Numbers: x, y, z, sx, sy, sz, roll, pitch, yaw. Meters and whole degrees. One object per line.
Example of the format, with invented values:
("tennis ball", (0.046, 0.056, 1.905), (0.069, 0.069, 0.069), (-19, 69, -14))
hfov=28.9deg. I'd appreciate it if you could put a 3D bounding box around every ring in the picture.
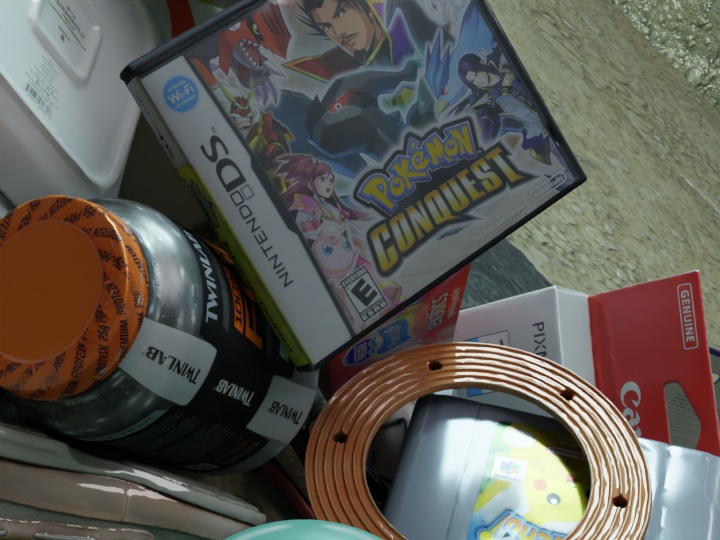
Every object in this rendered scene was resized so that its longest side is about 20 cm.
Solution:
("ring", (0.067, 0.118, 0.803), (0.199, 0.019, 0.201), (1, 42, -1))

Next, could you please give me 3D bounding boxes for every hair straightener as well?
("hair straightener", (-0.024, 0.111, 0.859), (0.200, 0.077, 0.041), (52, 0, 21))

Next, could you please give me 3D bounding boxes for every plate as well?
("plate", (-0.173, -0.133, 0.775), (0.200, 0.032, 0.201), (56, 32, -43))

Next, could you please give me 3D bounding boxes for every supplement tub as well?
("supplement tub", (-0.112, 0.036, 0.739), (0.123, 0.122, 0.200), (55, 9, 25))

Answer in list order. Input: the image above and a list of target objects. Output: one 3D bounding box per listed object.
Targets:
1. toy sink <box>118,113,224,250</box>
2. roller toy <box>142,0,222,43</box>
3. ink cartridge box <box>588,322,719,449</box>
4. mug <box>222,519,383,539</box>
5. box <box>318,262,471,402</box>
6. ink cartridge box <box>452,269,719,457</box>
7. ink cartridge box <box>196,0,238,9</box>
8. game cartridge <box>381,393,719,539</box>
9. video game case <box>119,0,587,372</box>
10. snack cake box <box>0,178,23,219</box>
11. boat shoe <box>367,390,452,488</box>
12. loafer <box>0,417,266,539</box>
("toy sink", (-0.092, -0.061, 0.932), (0.130, 0.199, 0.113), (3, 62, -55))
("roller toy", (-0.175, -0.190, 0.995), (0.200, 0.183, 0.140), (36, 26, -12))
("ink cartridge box", (0.189, 0.111, 1.030), (0.199, 0.200, 0.041), (19, 33, -42))
("mug", (-0.041, 0.189, 0.612), (0.184, 0.115, 0.153), (-4, 50, -11))
("box", (0.000, 0.000, 0.875), (0.095, 0.102, 0.200), (60, -11, 17))
("ink cartridge box", (0.144, 0.109, 0.906), (0.045, 0.175, 0.202), (12, 69, -46))
("ink cartridge box", (-0.067, -0.229, 0.849), (0.199, 0.145, 0.084), (15, 63, -7))
("game cartridge", (0.114, 0.146, 0.815), (0.198, 0.041, 0.134), (11, 48, 9))
("video game case", (0.002, -0.075, 0.746), (0.181, 0.199, 0.025), (59, -21, -7))
("snack cake box", (-0.218, -0.073, 0.771), (0.115, 0.067, 0.201), (-29, 106, -64))
("boat shoe", (0.024, 0.107, 0.951), (0.065, 0.072, 0.200), (33, 25, -9))
("loafer", (-0.140, 0.122, 0.712), (0.199, 0.063, 0.072), (26, -10, -35))
